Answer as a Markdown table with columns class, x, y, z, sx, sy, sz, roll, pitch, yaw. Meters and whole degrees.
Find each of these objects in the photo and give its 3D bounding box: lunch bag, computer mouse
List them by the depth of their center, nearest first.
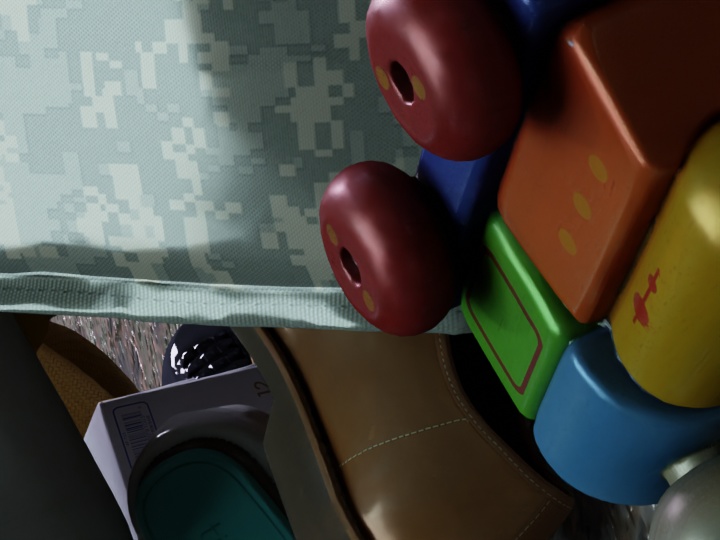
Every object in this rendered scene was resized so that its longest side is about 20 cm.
| class | x | y | z | sx | sy | sz | roll | pitch | yaw |
| --- | --- | --- | --- | --- | --- | --- | --- | --- | --- |
| lunch bag | -0.033 | -0.074 | 0.654 | 0.200 | 0.117 | 0.165 | 6 | 102 | 40 |
| computer mouse | -0.032 | 0.083 | 1.008 | 0.200 | 0.034 | 0.059 | -123 | 25 | -51 |

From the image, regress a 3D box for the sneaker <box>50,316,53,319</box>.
| class | x | y | z | sx | sy | sz | roll | pitch | yaw |
| --- | --- | --- | --- | --- | --- | --- | --- | --- | --- |
| sneaker | -0.093 | -0.079 | 0.990 | 0.078 | 0.082 | 0.200 | 30 | 132 | 5 |

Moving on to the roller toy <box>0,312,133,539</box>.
| class | x | y | z | sx | sy | sz | roll | pitch | yaw |
| --- | --- | --- | --- | --- | --- | --- | --- | --- | --- |
| roller toy | -0.152 | 0.037 | 0.823 | 0.182 | 0.139 | 0.200 | 48 | 166 | 54 |

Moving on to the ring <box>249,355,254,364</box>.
| class | x | y | z | sx | sy | sz | roll | pitch | yaw |
| --- | --- | --- | --- | --- | --- | --- | --- | --- | --- |
| ring | -0.011 | 0.001 | 0.882 | 0.200 | 0.019 | 0.201 | 167 | 90 | -76 |

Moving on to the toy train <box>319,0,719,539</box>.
| class | x | y | z | sx | sy | sz | roll | pitch | yaw |
| --- | --- | --- | --- | --- | --- | --- | --- | --- | --- |
| toy train | 0.063 | -0.015 | 0.477 | 0.116 | 0.084 | 0.200 | 59 | 161 | 19 |

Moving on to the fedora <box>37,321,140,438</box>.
| class | x | y | z | sx | sy | sz | roll | pitch | yaw |
| --- | --- | --- | --- | --- | --- | --- | --- | --- | --- |
| fedora | -0.104 | 0.077 | 1.022 | 0.201 | 0.082 | 0.201 | 45 | -178 | -2 |

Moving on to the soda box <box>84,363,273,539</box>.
| class | x | y | z | sx | sy | sz | roll | pitch | yaw |
| --- | --- | --- | --- | --- | --- | --- | --- | --- | --- |
| soda box | -0.031 | 0.135 | 0.909 | 0.068 | 0.063 | 0.201 | 121 | 133 | -61 |

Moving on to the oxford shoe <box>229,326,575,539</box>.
| class | x | y | z | sx | sy | sz | roll | pitch | yaw |
| --- | --- | --- | --- | --- | --- | --- | --- | --- | --- |
| oxford shoe | 0.000 | 0.000 | 0.752 | 0.071 | 0.071 | 0.200 | 27 | -150 | -54 |

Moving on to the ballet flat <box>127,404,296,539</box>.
| class | x | y | z | sx | sy | sz | roll | pitch | yaw |
| --- | --- | --- | --- | --- | --- | --- | --- | --- | --- |
| ballet flat | 0.002 | 0.122 | 0.841 | 0.200 | 0.069 | 0.069 | 60 | 168 | -9 |
